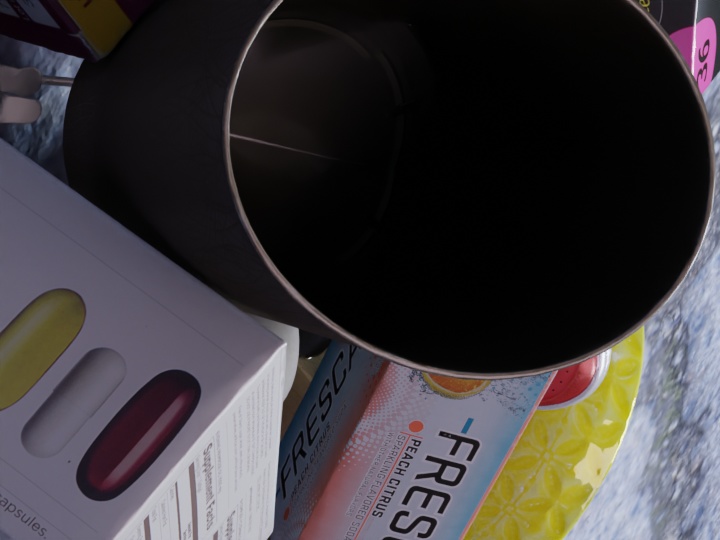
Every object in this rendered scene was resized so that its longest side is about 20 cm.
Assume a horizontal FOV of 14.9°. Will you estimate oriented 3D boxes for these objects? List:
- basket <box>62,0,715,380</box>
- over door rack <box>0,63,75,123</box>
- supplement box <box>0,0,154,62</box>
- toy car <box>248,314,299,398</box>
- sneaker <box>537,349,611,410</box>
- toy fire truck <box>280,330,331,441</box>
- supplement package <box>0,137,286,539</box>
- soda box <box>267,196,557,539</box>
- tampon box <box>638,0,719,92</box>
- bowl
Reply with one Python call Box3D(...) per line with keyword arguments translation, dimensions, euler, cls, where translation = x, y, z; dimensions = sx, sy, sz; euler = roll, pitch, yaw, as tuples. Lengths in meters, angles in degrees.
Box3D(translation=(-0.010, -0.041, 0.933), dimensions=(0.180, 0.200, 0.137), euler=(10, 89, -29), cls="basket")
Box3D(translation=(-0.066, -0.141, 1.146), dimensions=(0.199, 0.067, 0.148), euler=(-3, 119, -42), cls="over door rack")
Box3D(translation=(-0.090, -0.193, 0.969), dimensions=(0.200, 0.103, 0.131), euler=(-52, 130, -17), cls="supplement box")
Box3D(translation=(-0.114, 0.080, 1.116), dimensions=(0.174, 0.150, 0.201), euler=(6, 115, -21), cls="toy car")
Box3D(translation=(0.000, 0.000, 1.086), dimensions=(0.071, 0.199, 0.112), euler=(-63, 167, 13), cls="sneaker")
Box3D(translation=(-0.013, 0.030, 1.282), dimensions=(0.129, 0.176, 0.200), euler=(-45, 170, 33), cls="toy fire truck")
Box3D(translation=(-0.137, 0.041, 0.957), dimensions=(0.111, 0.200, 0.156), euler=(-49, 164, -24), cls="supplement package")
Box3D(translation=(0.012, 0.068, 1.057), dimensions=(0.063, 0.069, 0.200), euler=(16, 123, -18), cls="soda box")
Box3D(translation=(0.124, -0.184, 1.266), dimensions=(0.200, 0.126, 0.151), euler=(-49, 143, -57), cls="tampon box")
Box3D(translation=(0.040, 0.058, 1.413), dimensions=(0.107, 0.200, 0.201), euler=(28, 91, -27), cls="bowl")
